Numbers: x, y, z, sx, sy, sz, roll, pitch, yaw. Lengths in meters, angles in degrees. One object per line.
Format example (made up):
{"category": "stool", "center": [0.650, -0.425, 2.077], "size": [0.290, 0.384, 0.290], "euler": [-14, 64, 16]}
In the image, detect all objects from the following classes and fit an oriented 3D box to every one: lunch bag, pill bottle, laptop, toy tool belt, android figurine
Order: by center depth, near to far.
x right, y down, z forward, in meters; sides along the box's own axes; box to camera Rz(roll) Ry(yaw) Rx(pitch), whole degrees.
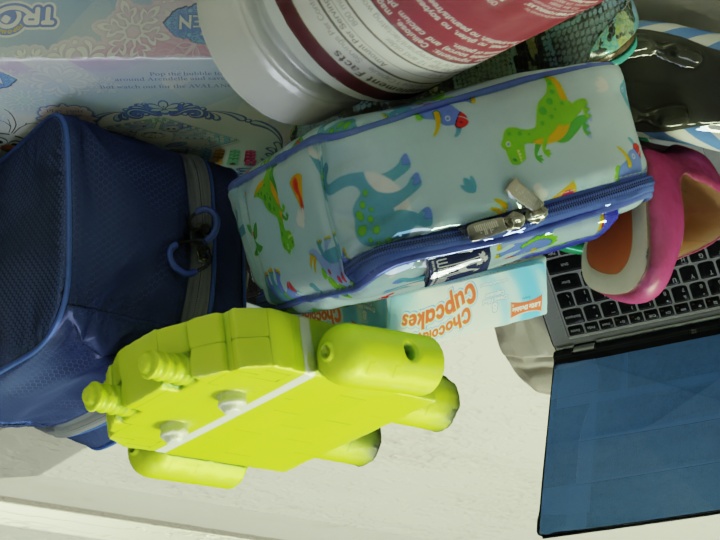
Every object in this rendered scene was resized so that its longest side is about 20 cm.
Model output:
{"category": "pill bottle", "center": [0.027, -0.139, 0.749], "size": [0.114, 0.115, 0.199], "euler": [19, 151, -39]}
{"category": "lunch bag", "center": [0.036, -0.036, 0.836], "size": [0.159, 0.083, 0.200], "euler": [-16, 179, -23]}
{"category": "android figurine", "center": [-0.047, 0.066, 0.900], "size": [0.181, 0.041, 0.199], "euler": [-27, 152, 37]}
{"category": "lunch bag", "center": [-0.142, 0.009, 0.966], "size": [0.131, 0.137, 0.199], "euler": [16, 151, -36]}
{"category": "laptop", "center": [0.170, 0.024, 0.999], "size": [0.186, 0.202, 0.116], "euler": [-13, -166, 29]}
{"category": "toy tool belt", "center": [0.184, 0.002, 1.124], "size": [0.198, 0.126, 0.123], "euler": [-10, -165, 29]}

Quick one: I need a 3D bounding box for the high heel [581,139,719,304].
{"category": "high heel", "center": [0.162, -0.022, 0.881], "size": [0.095, 0.200, 0.068], "euler": [24, 114, -6]}

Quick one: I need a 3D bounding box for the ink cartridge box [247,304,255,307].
{"category": "ink cartridge box", "center": [-0.130, 0.012, 1.106], "size": [0.198, 0.121, 0.042], "euler": [7, 162, -17]}

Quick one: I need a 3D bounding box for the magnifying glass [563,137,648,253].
{"category": "magnifying glass", "center": [0.072, -0.065, 0.980], "size": [0.198, 0.080, 0.022], "euler": [15, 177, -10]}

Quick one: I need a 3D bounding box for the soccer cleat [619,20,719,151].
{"category": "soccer cleat", "center": [0.201, -0.093, 0.918], "size": [0.198, 0.071, 0.086], "euler": [13, -167, -10]}

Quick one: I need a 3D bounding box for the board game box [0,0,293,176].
{"category": "board game box", "center": [-0.131, -0.086, 0.971], "size": [0.198, 0.044, 0.199], "euler": [0, 159, 1]}

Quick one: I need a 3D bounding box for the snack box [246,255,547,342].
{"category": "snack box", "center": [0.000, 0.000, 1.023], "size": [0.115, 0.038, 0.199], "euler": [-13, -162, -35]}

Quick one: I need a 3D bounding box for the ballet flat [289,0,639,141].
{"category": "ballet flat", "center": [0.041, -0.116, 0.884], "size": [0.198, 0.075, 0.074], "euler": [-16, 153, 26]}
